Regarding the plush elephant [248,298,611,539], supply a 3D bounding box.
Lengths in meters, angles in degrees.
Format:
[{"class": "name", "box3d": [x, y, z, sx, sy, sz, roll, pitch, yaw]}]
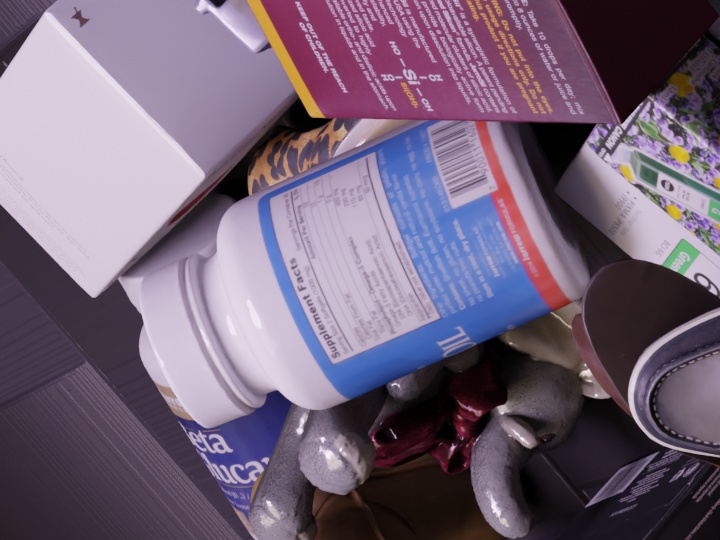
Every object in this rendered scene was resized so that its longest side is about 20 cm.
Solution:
[{"class": "plush elephant", "box3d": [0.049, 0.073, 1.398, 0.155, 0.200, 0.165, 23, 149, -6]}]

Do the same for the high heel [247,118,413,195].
[{"class": "high heel", "box3d": [0.001, -0.085, 1.361, 0.071, 0.143, 0.200, 19, 125, -25]}]

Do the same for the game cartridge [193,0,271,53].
[{"class": "game cartridge", "box3d": [-0.099, -0.187, 1.289, 0.200, 0.038, 0.130, 43, -167, 3]}]

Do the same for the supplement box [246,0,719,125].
[{"class": "supplement box", "box3d": [0.057, -0.130, 1.165, 0.200, 0.110, 0.086, 5, 133, 48]}]

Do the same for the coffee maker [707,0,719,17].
[{"class": "coffee maker", "box3d": [0.159, -0.134, 0.953, 0.200, 0.192, 0.135, 49, 134, -11]}]

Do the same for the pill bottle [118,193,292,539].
[{"class": "pill bottle", "box3d": [-0.062, 0.058, 1.546, 0.111, 0.111, 0.200, 3, 131, 50]}]

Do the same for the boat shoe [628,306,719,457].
[{"class": "boat shoe", "box3d": [0.204, 0.051, 1.087, 0.200, 0.062, 0.075, 0, 109, 24]}]

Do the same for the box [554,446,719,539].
[{"class": "box", "box3d": [0.203, 0.197, 1.380, 0.200, 0.124, 0.149, 49, 151, -4]}]

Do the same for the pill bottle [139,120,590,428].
[{"class": "pill bottle", "box3d": [0.000, 0.000, 1.265, 0.200, 0.112, 0.112, -24, 116, 12]}]

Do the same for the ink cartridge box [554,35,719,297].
[{"class": "ink cartridge box", "box3d": [0.192, -0.011, 1.205, 0.200, 0.050, 0.109, 42, 150, 7]}]

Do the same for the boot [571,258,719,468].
[{"class": "boot", "box3d": [0.137, 0.039, 1.250, 0.186, 0.064, 0.200, 44, 179, -23]}]

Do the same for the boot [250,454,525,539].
[{"class": "boot", "box3d": [0.038, 0.177, 1.447, 0.200, 0.175, 0.066, -125, 37, -59]}]

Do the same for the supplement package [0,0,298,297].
[{"class": "supplement package", "box3d": [-0.118, -0.092, 1.419, 0.120, 0.121, 0.200, 46, 151, -2]}]
